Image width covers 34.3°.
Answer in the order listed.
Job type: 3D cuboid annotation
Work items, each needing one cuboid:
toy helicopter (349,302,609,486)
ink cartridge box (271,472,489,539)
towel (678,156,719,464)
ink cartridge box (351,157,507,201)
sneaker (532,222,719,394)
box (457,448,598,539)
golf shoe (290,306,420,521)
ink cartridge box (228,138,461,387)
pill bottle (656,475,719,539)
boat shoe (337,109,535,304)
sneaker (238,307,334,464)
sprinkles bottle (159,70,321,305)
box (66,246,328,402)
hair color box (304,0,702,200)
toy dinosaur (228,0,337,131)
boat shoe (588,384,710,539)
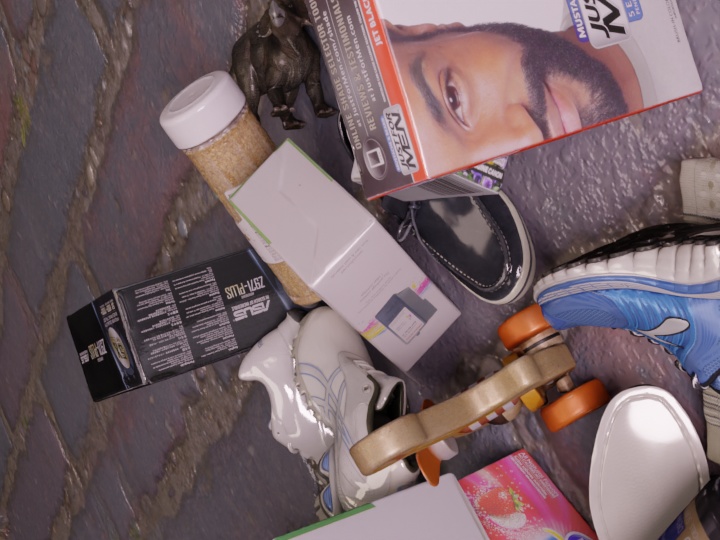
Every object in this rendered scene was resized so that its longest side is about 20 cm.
[{"bbox_3d":[0.060,0.094,0.758,0.132,0.199,0.080,-38,74,40],"label":"toy helicopter"},{"bbox_3d":[-0.006,0.238,0.812,0.084,0.145,0.201,61,149,25],"label":"ink cartridge box"},{"bbox_3d":[0.252,0.035,0.588,0.199,0.034,0.195,15,122,53],"label":"towel"},{"bbox_3d":[0.061,-0.149,0.743,0.109,0.050,0.203,1,75,58],"label":"ink cartridge box"},{"bbox_3d":[0.167,0.024,0.605,0.199,0.078,0.090,-6,103,58],"label":"sneaker"},{"bbox_3d":[0.131,0.243,0.829,0.200,0.095,0.100,50,145,32],"label":"box"},{"bbox_3d":[0.006,0.098,0.891,0.097,0.078,0.202,-47,43,35],"label":"golf shoe"},{"bbox_3d":[0.000,0.000,0.880,0.117,0.067,0.200,44,180,37],"label":"ink cartridge box"},{"bbox_3d":[0.180,0.222,0.650,0.112,0.111,0.201,48,115,33],"label":"pill bottle"},{"bbox_3d":[0.048,-0.053,0.820,0.201,0.062,0.075,55,128,26],"label":"boat shoe"},{"bbox_3d":[-0.027,0.133,0.999,0.201,0.087,0.075,56,-173,1],"label":"sneaker"},{"bbox_3d":[-0.081,-0.064,0.954,0.068,0.068,0.201,11,142,56],"label":"sprinkles bottle"},{"bbox_3d":[-0.145,0.043,1.065,0.163,0.198,0.087,-22,87,59],"label":"box"},{"bbox_3d":[0.079,-0.118,0.606,0.064,0.198,0.112,-12,97,59],"label":"hair color box"},{"bbox_3d":[-0.072,-0.170,0.972,0.200,0.076,0.104,161,102,-65],"label":"toy dinosaur"},{"bbox_3d":[0.188,0.163,0.726,0.073,0.060,0.203,-12,100,17],"label":"boat shoe"}]
